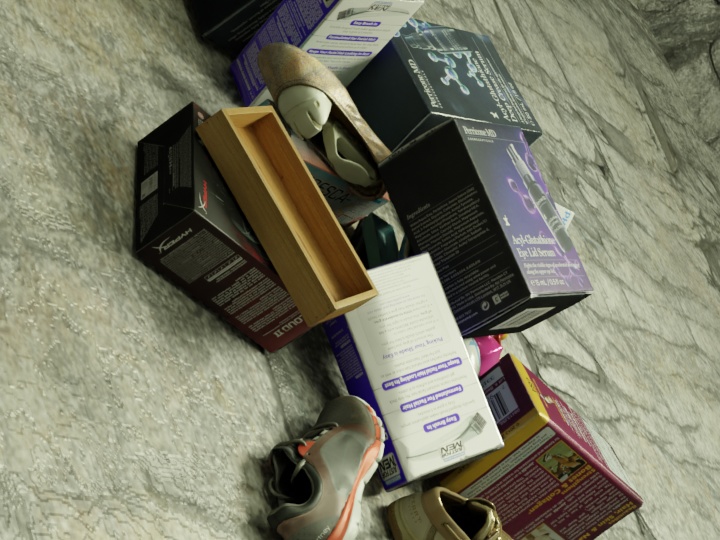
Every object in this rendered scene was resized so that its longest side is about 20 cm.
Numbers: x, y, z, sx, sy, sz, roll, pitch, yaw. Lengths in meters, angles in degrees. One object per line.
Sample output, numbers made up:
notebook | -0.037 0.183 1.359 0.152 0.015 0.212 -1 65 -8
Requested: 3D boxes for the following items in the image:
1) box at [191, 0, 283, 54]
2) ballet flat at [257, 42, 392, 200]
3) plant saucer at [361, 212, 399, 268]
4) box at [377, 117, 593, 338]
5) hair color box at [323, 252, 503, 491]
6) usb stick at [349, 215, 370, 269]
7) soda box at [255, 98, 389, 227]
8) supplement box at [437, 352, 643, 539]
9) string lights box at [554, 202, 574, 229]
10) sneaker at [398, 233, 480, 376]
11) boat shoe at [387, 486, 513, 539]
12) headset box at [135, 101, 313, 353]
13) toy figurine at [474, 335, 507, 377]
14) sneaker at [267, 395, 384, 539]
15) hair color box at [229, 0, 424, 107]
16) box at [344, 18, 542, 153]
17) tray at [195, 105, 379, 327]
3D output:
box | -0.071 -0.304 1.721 0.200 0.148 0.108 21 43 -55
ballet flat | -0.032 -0.144 1.576 0.200 0.068 0.067 43 35 -27
plant saucer | 0.034 0.042 1.637 0.070 0.019 0.201 31 47 -65
box | 0.127 -0.042 1.593 0.148 0.104 0.201 -4 67 -57
hair color box | 0.044 0.096 1.496 0.109 0.065 0.201 -16 78 -25
usb stick | 0.000 0.000 1.657 0.056 0.033 0.200 56 24 -15
soda box | -0.053 -0.109 1.649 0.200 0.063 0.069 22 43 -55
supplement box | 0.175 0.200 1.621 0.200 0.131 0.103 42 15 -35
string lights box | 0.151 -0.095 1.918 0.199 0.059 0.103 25 4 -26
sneaker | 0.077 0.035 1.621 0.073 0.071 0.201 71 6 -58
boat shoe | 0.106 0.256 1.517 0.200 0.064 0.072 28 37 -50
headset box | -0.109 -0.032 1.429 0.200 0.077 0.149 39 30 -35
toy figurine | 0.114 0.070 1.730 0.200 0.149 0.185 69 23 -47
sneaker | -0.035 0.161 1.348 0.082 0.077 0.200 42 27 -19
hair color box | -0.038 -0.245 1.642 0.109 0.200 0.065 -3 63 -41
box | 0.080 -0.187 1.751 0.199 0.107 0.149 3 52 -46
tray | -0.064 -0.051 1.400 0.201 0.037 0.099 61 23 5
